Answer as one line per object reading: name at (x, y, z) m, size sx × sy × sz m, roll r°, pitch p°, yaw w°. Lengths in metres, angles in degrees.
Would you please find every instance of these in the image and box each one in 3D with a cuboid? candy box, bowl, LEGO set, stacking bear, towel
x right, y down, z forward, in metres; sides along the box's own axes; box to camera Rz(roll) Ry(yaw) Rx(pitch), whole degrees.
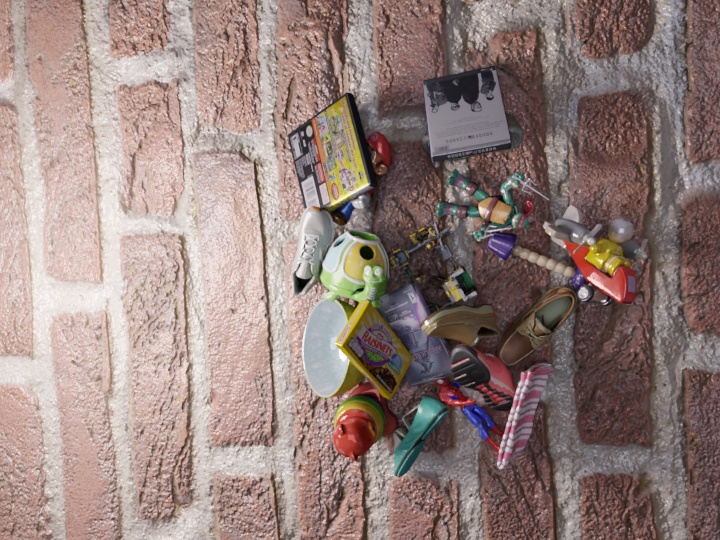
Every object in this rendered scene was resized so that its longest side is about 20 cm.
candy box at (0.031, 0.155, 1.124) m, size 0.026 × 0.200 × 0.102 m, roll 7°, pitch 57°, yaw 41°
bowl at (-0.029, 0.160, 1.206) m, size 0.107 × 0.200 × 0.201 m, roll 7°, pitch 97°, yaw -33°
LEGO set at (0.146, 0.010, 1.168) m, size 0.153 × 0.116 × 0.201 m, roll -22°, pitch 89°, yaw 11°
stacking bear at (-0.002, 0.312, 1.175) m, size 0.113 × 0.200 × 0.122 m, roll -18°, pitch 90°, yaw 11°
towel at (0.321, 0.281, 1.139) m, size 0.030 × 0.146 × 0.201 m, roll 18°, pitch 98°, yaw 30°

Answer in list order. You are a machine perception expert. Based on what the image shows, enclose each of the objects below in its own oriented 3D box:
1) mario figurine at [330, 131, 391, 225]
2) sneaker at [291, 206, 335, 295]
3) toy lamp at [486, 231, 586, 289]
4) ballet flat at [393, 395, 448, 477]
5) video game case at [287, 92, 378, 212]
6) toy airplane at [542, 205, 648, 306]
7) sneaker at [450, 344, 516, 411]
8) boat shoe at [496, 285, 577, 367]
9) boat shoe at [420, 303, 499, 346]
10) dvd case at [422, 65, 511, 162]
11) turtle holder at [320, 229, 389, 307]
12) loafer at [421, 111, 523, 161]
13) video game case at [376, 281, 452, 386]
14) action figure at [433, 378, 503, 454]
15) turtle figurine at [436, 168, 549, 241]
mario figurine at (-0.018, -0.197, 1.191) m, size 0.123 × 0.106 × 0.200 m, roll 34°, pitch 103°, yaw -4°
sneaker at (-0.101, -0.032, 1.191) m, size 0.075 × 0.092 × 0.201 m, roll 12°, pitch 125°, yaw 3°
toy lamp at (0.349, -0.026, 1.159) m, size 0.199 × 0.058 × 0.058 m, roll 21°, pitch 97°, yaw 7°
ballet flat at (0.110, 0.341, 1.224) m, size 0.070 × 0.067 × 0.200 m, roll 40°, pitch 114°, yaw 27°
video game case at (-0.061, -0.226, 1.180) m, size 0.180 × 0.025 × 0.201 m, roll -24°, pitch 73°, yaw 37°
toy airplane at (0.433, -0.050, 1.069) m, size 0.199 × 0.200 × 0.141 m, roll 41°, pitch 127°, yaw 2°
sneaker at (0.240, 0.195, 1.148) m, size 0.074 × 0.087 × 0.200 m, roll -25°, pitch 124°, yaw 32°
boat shoe at (0.349, 0.109, 1.159) m, size 0.076 × 0.074 × 0.200 m, roll 40°, pitch 100°, yaw 6°
boat shoe at (0.202, 0.111, 1.125) m, size 0.072 × 0.199 × 0.076 m, roll -47°, pitch 59°, yaw 43°
dvd case at (0.202, -0.306, 1.133) m, size 0.150 × 0.025 × 0.201 m, roll -8°, pitch 61°, yaw 11°
turtle holder at (-0.010, -0.004, 1.158) m, size 0.140 × 0.186 × 0.132 m, roll 16°, pitch 106°, yaw 8°
loafer at (0.222, -0.272, 1.168) m, size 0.199 × 0.075 × 0.070 m, roll -2°, pitch 58°, yaw 14°
video game case at (0.107, 0.134, 1.193) m, size 0.143 × 0.019 × 0.201 m, roll -28°, pitch 89°, yaw 47°
action figure at (0.238, 0.272, 1.185) m, size 0.200 × 0.065 × 0.099 m, roll 40°, pitch 133°, yaw 6°
turtle figurine at (0.258, -0.121, 1.149) m, size 0.199 × 0.101 × 0.150 m, roll 23°, pitch 82°, yaw 24°
